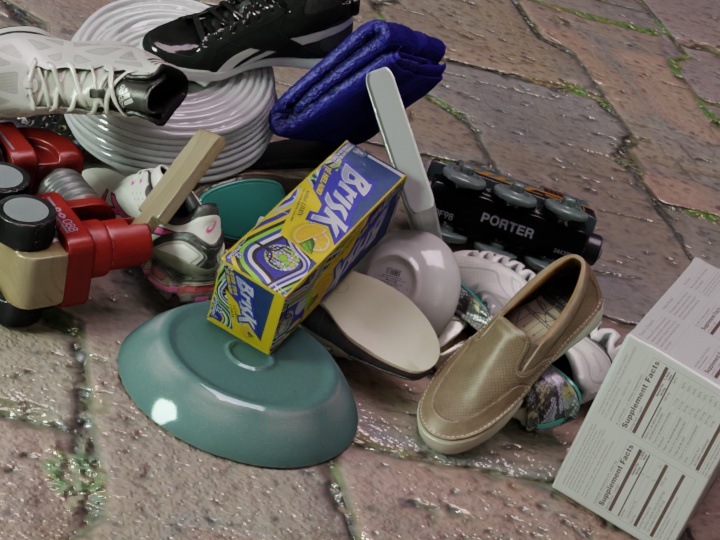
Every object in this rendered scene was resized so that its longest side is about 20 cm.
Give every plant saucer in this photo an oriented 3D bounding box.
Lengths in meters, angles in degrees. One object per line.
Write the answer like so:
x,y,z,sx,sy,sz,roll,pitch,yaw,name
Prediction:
-0.091,0.079,1.443,0.198,0.036,0.201,17,28,-9,plant saucer

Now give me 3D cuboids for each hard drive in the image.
0.043,-0.088,1.655,0.026,0.200,0.133,-18,75,2,hard drive

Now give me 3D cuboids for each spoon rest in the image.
0.000,0.000,1.601,0.199,0.100,0.060,19,3,26,spoon rest

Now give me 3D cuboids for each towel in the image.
0.004,-0.165,1.697,0.050,0.147,0.200,52,15,10,towel

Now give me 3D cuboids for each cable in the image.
-0.170,-0.165,1.657,0.198,0.070,0.201,17,44,4,cable

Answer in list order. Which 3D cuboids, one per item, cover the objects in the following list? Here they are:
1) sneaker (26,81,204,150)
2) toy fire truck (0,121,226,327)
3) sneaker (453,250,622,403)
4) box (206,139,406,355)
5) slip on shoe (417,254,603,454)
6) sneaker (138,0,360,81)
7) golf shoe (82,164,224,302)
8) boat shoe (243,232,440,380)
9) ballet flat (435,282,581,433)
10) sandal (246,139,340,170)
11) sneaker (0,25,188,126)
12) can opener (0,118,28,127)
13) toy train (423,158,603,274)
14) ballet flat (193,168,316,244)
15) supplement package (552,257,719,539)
-0.229,-0.134,1.713,0.198,0.073,0.072,-11,50,-24,sneaker
-0.223,-0.063,1.476,0.198,0.130,0.176,-9,38,-33,toy fire truck
0.140,0.050,1.625,0.199,0.076,0.081,31,38,20,sneaker
-0.041,-0.022,1.492,0.064,0.070,0.200,30,44,13,box
0.121,0.064,1.488,0.199,0.061,0.076,-38,56,-17,slip on shoe
-0.096,-0.234,1.615,0.198,0.113,0.073,-8,47,-24,sneaker
-0.175,-0.053,1.552,0.072,0.093,0.199,-6,28,-41,golf shoe
-0.021,0.038,1.536,0.199,0.063,0.071,30,46,17,boat shoe
0.101,0.071,1.565,0.072,0.073,0.200,-7,37,-42,ballet flat
-0.075,-0.093,1.760,0.198,0.046,0.075,-7,25,-32,sandal
-0.225,-0.156,1.482,0.199,0.077,0.115,-8,14,-41,sneaker
-0.363,-0.130,1.601,0.199,0.064,0.079,27,28,12,can opener
0.142,-0.055,1.810,0.198,0.086,0.114,18,15,-2,toy train
-0.076,-0.063,1.685,0.198,0.069,0.067,-3,15,-28,ballet flat
0.263,0.107,1.506,0.110,0.157,0.200,30,29,14,supplement package
